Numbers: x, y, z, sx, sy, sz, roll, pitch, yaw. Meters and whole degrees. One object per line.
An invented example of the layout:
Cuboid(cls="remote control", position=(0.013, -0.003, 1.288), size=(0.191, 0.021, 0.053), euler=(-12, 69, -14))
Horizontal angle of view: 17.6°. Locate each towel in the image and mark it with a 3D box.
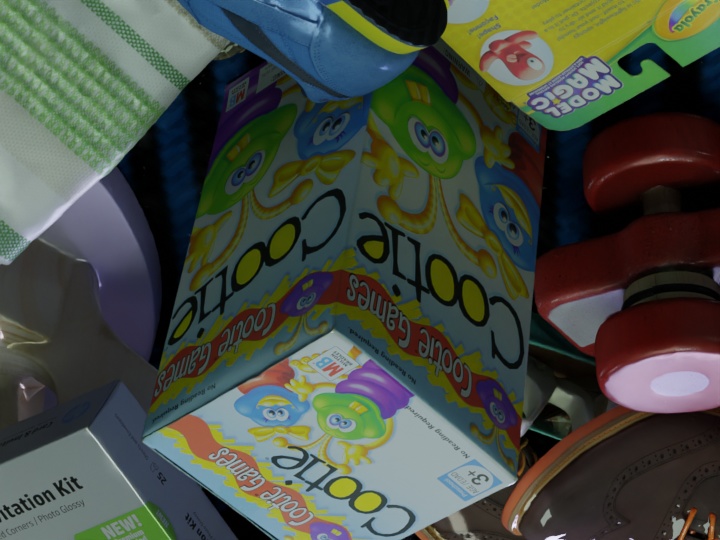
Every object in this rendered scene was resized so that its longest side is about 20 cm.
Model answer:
Cuboid(cls="towel", position=(-0.123, -0.115, 0.885), size=(0.200, 0.031, 0.149), euler=(-46, 116, 3))

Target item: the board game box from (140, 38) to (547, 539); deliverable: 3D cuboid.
Cuboid(cls="board game box", position=(0.000, 0.000, 0.923), size=(0.103, 0.200, 0.105), euler=(-30, 124, 33))

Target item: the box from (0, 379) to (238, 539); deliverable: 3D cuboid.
Cuboid(cls="box", position=(-0.111, 0.158, 1.013), size=(0.156, 0.041, 0.200), euler=(-23, 110, 30))

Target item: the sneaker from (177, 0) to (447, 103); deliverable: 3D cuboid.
Cuboid(cls="sneaker", position=(-0.061, -0.129, 0.839), size=(0.200, 0.066, 0.078), euler=(39, 134, -26))

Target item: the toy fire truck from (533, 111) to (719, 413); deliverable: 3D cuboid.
Cuboid(cls="toy fire truck", position=(0.184, 0.007, 0.977), size=(0.200, 0.112, 0.168), euler=(-16, 149, 25))

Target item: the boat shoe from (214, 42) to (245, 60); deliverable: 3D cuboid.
Cuboid(cls="boat shoe", position=(-0.136, -0.107, 0.938), size=(0.201, 0.060, 0.072), euler=(7, 135, 3))

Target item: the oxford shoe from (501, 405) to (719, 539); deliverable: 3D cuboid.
Cuboid(cls="oxford shoe", position=(0.153, 0.100, 1.023), size=(0.200, 0.073, 0.071), euler=(-6, 134, -34))

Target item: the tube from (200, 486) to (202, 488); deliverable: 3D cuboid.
Cuboid(cls="tube", position=(-0.071, 0.060, 1.099), size=(0.077, 0.050, 0.200), euler=(-7, 146, -35))

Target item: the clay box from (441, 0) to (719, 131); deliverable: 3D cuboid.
Cuboid(cls="clay box", position=(0.055, -0.146, 0.876), size=(0.115, 0.048, 0.200), euler=(-28, 125, 34))

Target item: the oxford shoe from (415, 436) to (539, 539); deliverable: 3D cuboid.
Cuboid(cls="oxford shoe", position=(0.059, 0.098, 1.106), size=(0.200, 0.071, 0.073), euler=(27, 125, -20))

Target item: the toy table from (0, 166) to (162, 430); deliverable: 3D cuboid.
Cuboid(cls="toy table", position=(-0.165, 0.028, 1.040), size=(0.183, 0.117, 0.200), euler=(-10, 133, 19))

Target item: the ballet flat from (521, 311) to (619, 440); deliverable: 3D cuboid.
Cuboid(cls="ballet flat", position=(0.087, 0.057, 1.057), size=(0.200, 0.071, 0.067), euler=(20, 134, -11))
